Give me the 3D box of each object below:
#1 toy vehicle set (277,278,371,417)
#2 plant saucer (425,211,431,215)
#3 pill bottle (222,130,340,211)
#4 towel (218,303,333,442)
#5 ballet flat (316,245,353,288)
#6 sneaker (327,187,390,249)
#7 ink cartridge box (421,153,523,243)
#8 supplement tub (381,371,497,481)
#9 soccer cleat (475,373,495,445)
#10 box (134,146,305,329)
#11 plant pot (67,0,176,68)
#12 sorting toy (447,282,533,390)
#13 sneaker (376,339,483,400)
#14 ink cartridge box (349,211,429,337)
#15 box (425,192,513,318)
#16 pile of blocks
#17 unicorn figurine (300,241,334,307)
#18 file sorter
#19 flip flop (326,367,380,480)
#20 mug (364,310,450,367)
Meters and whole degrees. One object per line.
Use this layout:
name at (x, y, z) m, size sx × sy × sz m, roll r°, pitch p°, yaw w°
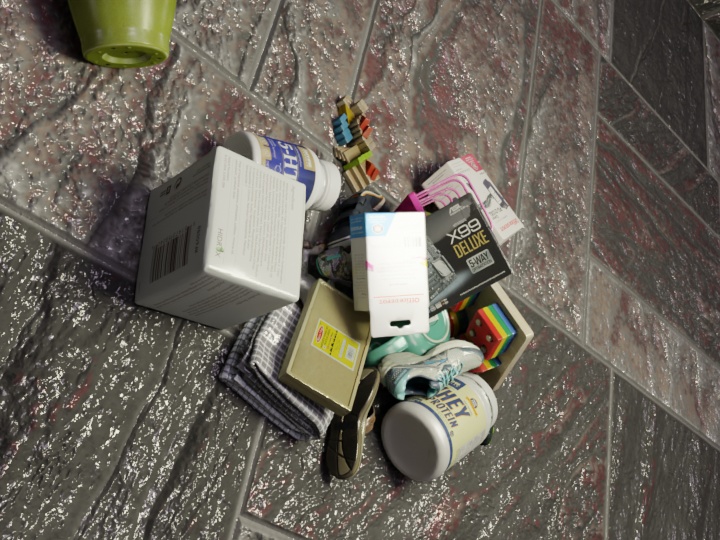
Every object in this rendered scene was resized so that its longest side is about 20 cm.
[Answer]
toy vehicle set at (-0.048, 0.121, 1.341) m, size 0.124 × 0.026 × 0.201 m, roll 34°, pitch 45°, yaw -17°
plant saucer at (0.201, -0.010, 1.749) m, size 0.199 × 0.048 × 0.202 m, roll 26°, pitch 57°, yaw -35°
pill bottle at (-0.136, -0.161, 1.426) m, size 0.199 × 0.119 × 0.121 m, roll 7°, pitch 69°, yaw -43°
towel at (-0.111, 0.155, 1.353) m, size 0.200 × 0.085 × 0.166 m, roll 45°, pitch 48°, yaw -23°
ballet flat at (0.000, 0.000, 1.463) m, size 0.200 × 0.071 × 0.073 m, roll 21°, pitch 59°, yaw -59°
sneaker at (-0.012, -0.097, 1.554) m, size 0.200 × 0.078 × 0.080 m, roll -37°, pitch 106°, yaw -57°
ink cartridge box at (0.240, -0.136, 1.763) m, size 0.201 × 0.084 × 0.144 m, roll 55°, pitch 32°, yaw 5°
supplement tub at (0.148, 0.277, 1.516) m, size 0.199 × 0.144 × 0.146 m, roll -23°, pitch 91°, yaw -46°
soccer cleat at (0.214, 0.250, 1.657) m, size 0.080 × 0.067 × 0.202 m, roll 5°, pitch 65°, yaw -32°
box at (-0.207, -0.041, 1.250) m, size 0.170 × 0.198 × 0.202 m, roll 22°, pitch 60°, yaw -37°
plant pot at (-0.364, -0.419, 1.269) m, size 0.199 × 0.199 × 0.195 m, roll -2°, pitch 88°, yaw -45°
sorting toy at (0.213, 0.107, 1.580) m, size 0.069 × 0.200 × 0.201 m, roll -17°, pitch 59°, yaw -27°
sneaker at (0.133, 0.187, 1.472) m, size 0.198 × 0.078 × 0.087 m, roll -12°, pitch 37°, yaw -15°
ink cartridge box at (0.049, 0.006, 1.384) m, size 0.114 × 0.068 × 0.203 m, roll -2°, pitch 90°, yaw -24°
box at (0.143, -0.018, 1.447) m, size 0.159 × 0.199 × 0.050 m, roll 63°, pitch 13°, yaw 5°
pile of blocks at (-0.007, -0.257, 1.630) m, size 0.082 × 0.062 × 0.202 m, roll -4°, pitch 77°, yaw -45°
unicorn figurine at (-0.079, 0.032, 1.451) m, size 0.200 × 0.074 × 0.138 m, roll 40°, pitch 49°, yaw -6°
file sorter at (0.154, -0.085, 1.587) m, size 0.125 × 0.200 × 0.140 m, roll -27°, pitch 86°, yaw -12°
flip flop at (-0.007, 0.262, 1.425) m, size 0.058 × 0.080 × 0.202 m, roll 43°, pitch 48°, yaw -47°
mug at (0.092, 0.117, 1.545) m, size 0.152 × 0.114 × 0.187 m, roll 36°, pitch 52°, yaw -30°
